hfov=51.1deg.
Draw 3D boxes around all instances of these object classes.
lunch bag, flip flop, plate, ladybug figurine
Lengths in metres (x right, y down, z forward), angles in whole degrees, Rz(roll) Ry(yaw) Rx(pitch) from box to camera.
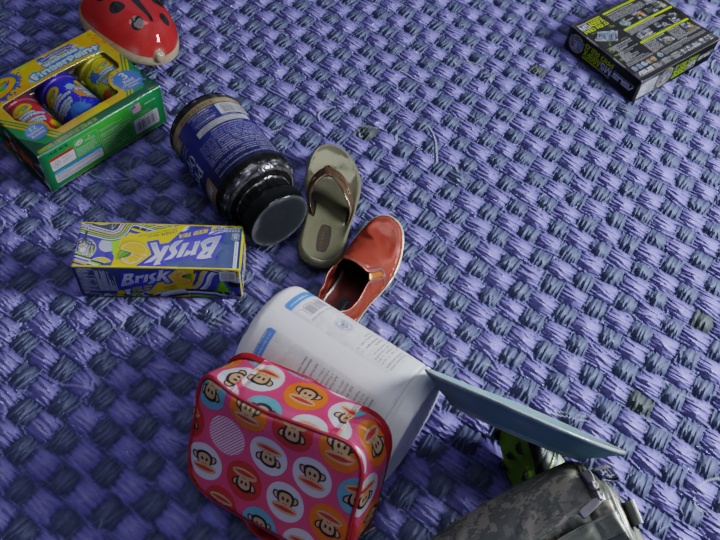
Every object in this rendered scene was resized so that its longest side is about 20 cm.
[{"bbox_3d":[0.159,0.263,0.670,0.199,0.168,0.140,-33,66,5],"label":"lunch bag"},{"bbox_3d":[-0.043,-0.093,1.002,0.080,0.058,0.202,8,55,1],"label":"flip flop"},{"bbox_3d":[0.149,0.141,0.714,0.198,0.200,0.026,21,86,10],"label":"plate"},{"bbox_3d":[-0.352,-0.387,1.157,0.135,0.072,0.200,-25,60,-39],"label":"ladybug figurine"},{"bbox_3d":[-0.075,0.193,0.741,0.198,0.178,0.082,22,26,20],"label":"lunch bag"}]

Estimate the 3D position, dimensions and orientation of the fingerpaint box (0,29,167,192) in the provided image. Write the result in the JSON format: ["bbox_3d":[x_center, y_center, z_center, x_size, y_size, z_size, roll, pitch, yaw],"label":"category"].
[{"bbox_3d":[-0.405,-0.230,1.057,0.167,0.074,0.200,39,61,21],"label":"fingerpaint box"}]

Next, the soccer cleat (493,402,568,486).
[{"bbox_3d":[0.210,0.231,0.803,0.080,0.068,0.201,-13,63,-24],"label":"soccer cleat"}]

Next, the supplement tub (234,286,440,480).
[{"bbox_3d":[-0.026,0.119,0.814,0.199,0.132,0.132,32,59,16],"label":"supplement tub"}]

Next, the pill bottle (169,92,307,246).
[{"bbox_3d":[-0.157,-0.131,0.987,0.111,0.112,0.200,-28,62,-22],"label":"pill bottle"}]

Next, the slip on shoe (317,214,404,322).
[{"bbox_3d":[0.000,0.000,0.941,0.074,0.061,0.201,25,56,14],"label":"slip on shoe"}]

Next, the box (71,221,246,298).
[{"bbox_3d":[-0.243,-0.012,0.928,0.198,0.065,0.071,2,55,-4],"label":"box"}]

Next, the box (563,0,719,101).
[{"bbox_3d":[0.465,-0.377,1.248,0.199,0.044,0.160,-30,62,-23],"label":"box"}]
